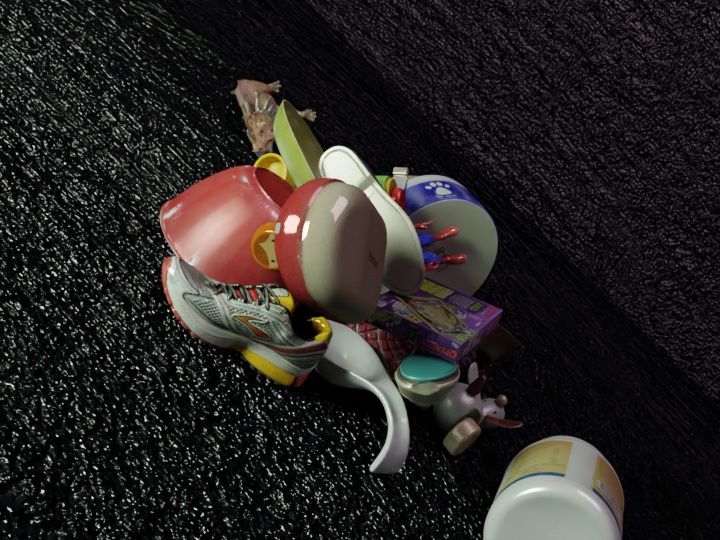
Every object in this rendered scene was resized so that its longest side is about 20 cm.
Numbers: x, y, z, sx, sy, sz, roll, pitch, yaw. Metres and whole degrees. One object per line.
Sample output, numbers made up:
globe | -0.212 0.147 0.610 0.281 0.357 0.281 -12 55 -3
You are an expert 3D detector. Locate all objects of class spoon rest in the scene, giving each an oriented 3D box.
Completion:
spoon rest | 0.001 0.124 0.981 0.099 0.061 0.201 13 36 -42

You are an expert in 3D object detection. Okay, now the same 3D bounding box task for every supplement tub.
supplement tub | 0.223 0.275 1.009 0.145 0.145 0.200 47 17 7

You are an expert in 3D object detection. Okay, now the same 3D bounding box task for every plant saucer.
plant saucer | -0.059 -0.120 1.134 0.201 0.031 0.200 60 9 -16
plant saucer | 0.121 0.086 1.256 0.199 0.037 0.201 21 -16 6

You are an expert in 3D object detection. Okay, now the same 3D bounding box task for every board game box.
board game box | 0.091 0.053 1.067 0.119 0.033 0.200 19 15 19

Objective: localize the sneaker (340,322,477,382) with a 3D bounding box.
sneaker | 0.053 0.102 1.121 0.198 0.074 0.081 6 72 -33

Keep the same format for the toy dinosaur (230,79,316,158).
toy dinosaur | -0.169 -0.271 1.476 0.135 0.086 0.200 6 36 -53

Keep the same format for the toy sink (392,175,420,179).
toy sink | 0.069 -0.081 1.499 0.112 0.130 0.200 47 18 9

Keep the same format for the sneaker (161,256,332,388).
sneaker | -0.112 0.037 0.892 0.199 0.082 0.078 33 21 -32

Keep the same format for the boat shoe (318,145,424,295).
boat shoe | 0.020 -0.060 1.080 0.201 0.072 0.063 58 9 9

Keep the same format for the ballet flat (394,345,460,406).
ballet flat | 0.079 0.120 0.996 0.067 0.063 0.200 8 13 12

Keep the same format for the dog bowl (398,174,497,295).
dog bowl | 0.103 -0.035 1.335 0.199 0.201 0.079 31 14 -36

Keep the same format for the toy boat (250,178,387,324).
toy boat | -0.051 -0.021 0.914 0.129 0.132 0.200 6 -10 12

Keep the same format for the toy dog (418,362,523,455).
toy dog | 0.152 0.169 1.171 0.132 0.096 0.200 46 17 4

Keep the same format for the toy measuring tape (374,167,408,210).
toy measuring tape | 0.034 -0.113 1.219 0.073 0.073 0.201 41 36 -12

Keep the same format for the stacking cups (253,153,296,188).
stacking cups | -0.093 -0.130 1.374 0.061 0.060 0.200 51 14 19

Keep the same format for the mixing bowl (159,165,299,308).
mixing bowl | -0.118 -0.046 1.028 0.200 0.108 0.200 41 17 -16

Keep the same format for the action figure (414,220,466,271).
action figure | 0.075 -0.028 1.186 0.199 0.051 0.066 -9 86 -51

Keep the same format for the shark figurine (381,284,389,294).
shark figurine | -0.013 -0.007 1.195 0.213 0.090 0.128 32 -4 14
